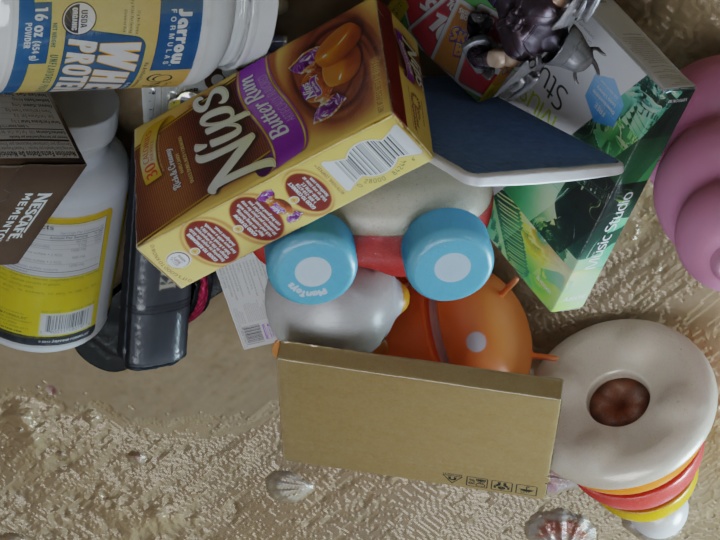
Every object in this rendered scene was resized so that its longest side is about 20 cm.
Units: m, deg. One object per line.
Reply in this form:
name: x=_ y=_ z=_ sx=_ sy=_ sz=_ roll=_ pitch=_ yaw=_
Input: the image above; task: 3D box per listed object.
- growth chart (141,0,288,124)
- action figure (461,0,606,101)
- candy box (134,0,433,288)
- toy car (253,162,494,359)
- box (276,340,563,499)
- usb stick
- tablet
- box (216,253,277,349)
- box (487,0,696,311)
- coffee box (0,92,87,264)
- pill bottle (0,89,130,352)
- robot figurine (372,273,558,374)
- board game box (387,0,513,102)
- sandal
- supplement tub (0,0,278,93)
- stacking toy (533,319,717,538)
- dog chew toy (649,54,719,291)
growth chart: x=-0.097 y=-0.114 z=1.615 sx=0.145 sy=0.018 sz=0.200 roll=-3 pitch=120 yaw=4
action figure: x=0.086 y=-0.197 z=1.455 sx=0.200 sy=0.069 sz=0.130 roll=45 pitch=119 yaw=8
candy box: x=-0.054 y=-0.083 z=1.462 sx=0.200 sy=0.117 sz=0.056 roll=-28 pitch=133 yaw=21
toy car: x=0.000 y=0.000 z=1.577 sx=0.177 sy=0.184 sz=0.200 roll=-1 pitch=128 yaw=-7
box: x=0.041 y=0.108 z=1.596 sx=0.200 sy=0.021 sz=0.164 roll=9 pitch=150 yaw=5
usb stick: x=-0.147 y=-0.016 z=1.640 sx=0.055 sy=0.033 sz=0.200 roll=-6 pitch=122 yaw=-22
tablet: x=0.068 y=-0.094 z=1.490 sx=0.130 sy=0.200 sz=0.014 roll=-6 pitch=115 yaw=-33
box: x=-0.090 y=-0.018 z=1.636 sx=0.041 sy=0.039 sz=0.200 roll=-15 pitch=140 yaw=1
box: x=0.140 y=-0.091 z=1.538 sx=0.036 sy=0.144 sz=0.200 roll=-9 pitch=137 yaw=-35
coffee box: x=-0.282 y=-0.113 z=1.539 sx=0.080 sy=0.200 sz=0.114 roll=-3 pitch=144 yaw=-42
pill bottle: x=-0.229 y=-0.046 z=1.638 sx=0.112 sy=0.112 sz=0.200 roll=13 pitch=126 yaw=-1
robot figurine: x=0.042 y=0.062 z=1.675 sx=0.200 sy=0.144 sz=0.117 roll=-17 pitch=165 yaw=20
board game box: x=0.101 y=-0.216 z=1.493 sx=0.096 sy=0.030 sz=0.200 roll=44 pitch=123 yaw=13
sandal: x=-0.150 y=0.017 z=1.709 sx=0.075 sy=0.045 sz=0.200 roll=36 pitch=118 yaw=-16
supplement tub: x=-0.167 y=-0.191 z=1.467 sx=0.200 sy=0.145 sz=0.145 roll=-5 pitch=130 yaw=-22
stacking toy: x=0.216 y=0.144 z=1.728 sx=0.146 sy=0.146 sz=0.200 roll=-8 pitch=144 yaw=14
dog chew toy: x=0.250 y=-0.059 z=1.502 sx=0.124 sy=0.200 sz=0.125 roll=4 pitch=127 yaw=6
